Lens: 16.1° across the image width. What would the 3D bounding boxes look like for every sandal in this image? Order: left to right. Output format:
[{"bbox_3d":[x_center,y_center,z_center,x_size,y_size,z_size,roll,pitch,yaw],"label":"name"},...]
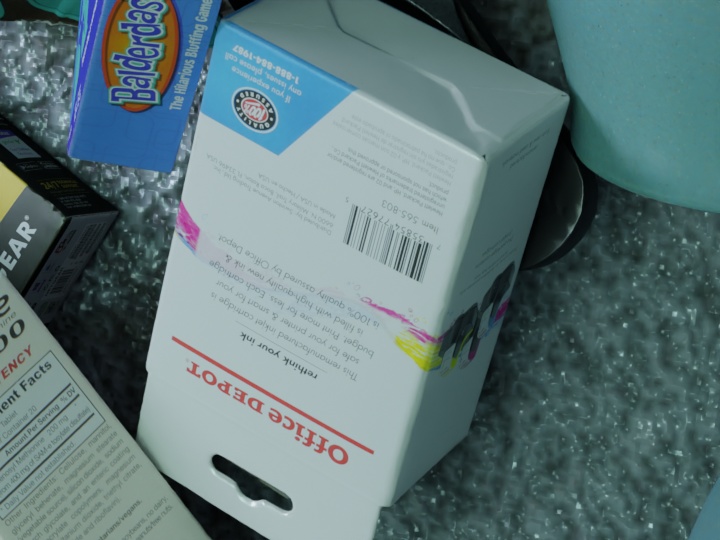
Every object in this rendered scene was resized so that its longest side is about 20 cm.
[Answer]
[{"bbox_3d":[0.014,-0.085,0.970,0.200,0.043,0.076,45,109,18],"label":"sandal"}]

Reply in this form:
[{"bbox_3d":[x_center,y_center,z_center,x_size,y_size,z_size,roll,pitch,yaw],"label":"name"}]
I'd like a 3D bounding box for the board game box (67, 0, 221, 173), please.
[{"bbox_3d":[-0.073,-0.163,0.955,0.045,0.152,0.201,8,56,-10],"label":"board game box"}]

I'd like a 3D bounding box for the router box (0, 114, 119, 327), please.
[{"bbox_3d":[-0.223,0.008,1.126,0.157,0.052,0.201,38,107,15],"label":"router box"}]

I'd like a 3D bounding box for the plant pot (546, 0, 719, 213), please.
[{"bbox_3d":[0.145,-0.127,0.902,0.199,0.200,0.189,12,114,21],"label":"plant pot"}]

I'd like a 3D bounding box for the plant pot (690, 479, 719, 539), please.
[{"bbox_3d":[0.203,0.112,0.892,0.199,0.200,0.189,11,83,21],"label":"plant pot"}]

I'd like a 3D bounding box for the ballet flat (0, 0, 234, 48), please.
[{"bbox_3d":[-0.140,-0.136,1.063,0.199,0.072,0.072,8,98,1],"label":"ballet flat"}]

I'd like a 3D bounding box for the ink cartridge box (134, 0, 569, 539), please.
[{"bbox_3d":[-0.008,0.005,0.953,0.115,0.068,0.201,29,126,20],"label":"ink cartridge box"}]

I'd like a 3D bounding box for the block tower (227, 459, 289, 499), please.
[{"bbox_3d":[0.000,0.000,1.035,0.054,0.058,0.201,31,106,18],"label":"block tower"}]

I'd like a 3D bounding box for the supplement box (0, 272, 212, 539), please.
[{"bbox_3d":[-0.133,0.108,1.025,0.200,0.074,0.126,53,149,-11],"label":"supplement box"}]
